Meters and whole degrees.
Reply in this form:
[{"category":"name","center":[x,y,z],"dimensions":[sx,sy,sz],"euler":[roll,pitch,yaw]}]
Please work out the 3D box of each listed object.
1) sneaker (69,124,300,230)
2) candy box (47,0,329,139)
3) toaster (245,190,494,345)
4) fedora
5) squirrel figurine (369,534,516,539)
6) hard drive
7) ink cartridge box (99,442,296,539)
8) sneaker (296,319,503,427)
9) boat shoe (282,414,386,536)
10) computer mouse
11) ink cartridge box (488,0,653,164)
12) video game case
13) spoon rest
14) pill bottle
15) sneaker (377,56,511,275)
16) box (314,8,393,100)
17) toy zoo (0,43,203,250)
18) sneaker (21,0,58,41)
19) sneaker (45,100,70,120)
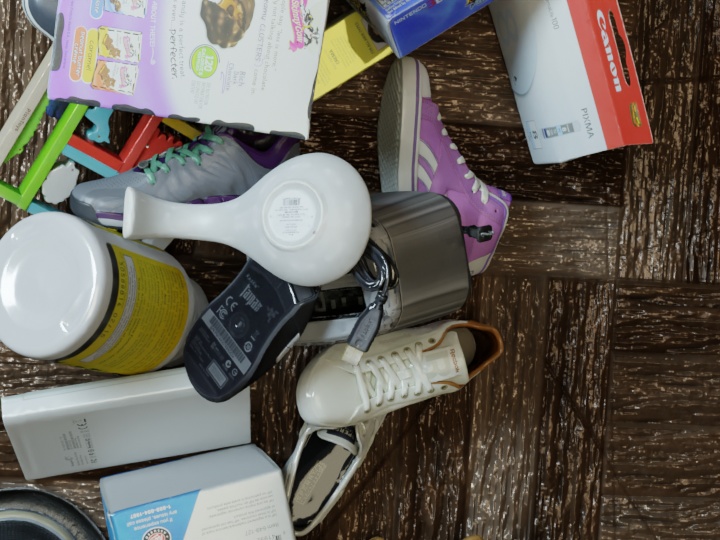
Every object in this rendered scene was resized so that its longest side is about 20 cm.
[{"category":"sneaker","center":[-0.141,-0.088,1.131],"dimensions":[0.197,0.074,0.089],"euler":[-6,118,-25]},{"category":"candy box","center":[-0.125,-0.198,1.031],"dimensions":[0.197,0.072,0.170],"euler":[8,100,-13]},{"category":"toaster","center":[0.000,0.000,1.141],"dimensions":[0.129,0.198,0.115],"euler":[-19,101,-53]},{"category":"fedora","center":[-0.292,0.291,1.169],"dimensions":[0.198,0.092,0.204],"euler":[-1,94,-10]},{"category":"squirrel figurine","center":[0.113,0.334,1.239],"dimensions":[0.184,0.141,0.203],"euler":[-8,109,-19]},{"category":"hard drive","center":[-0.192,0.127,1.162],"dimensions":[0.197,0.132,0.027],"euler":[-9,61,-9]},{"category":"ink cartridge box","center":[-0.128,0.269,1.166],"dimensions":[0.145,0.145,0.203],"euler":[-12,95,-14]},{"category":"sneaker","center":[0.038,0.079,1.179],"dimensions":[0.198,0.084,0.074],"euler":[-20,95,-34]},{"category":"boat shoe","center":[-0.020,0.141,1.219],"dimensions":[0.071,0.066,0.201],"euler":[32,88,-10]},{"category":"computer mouse","center":[-0.047,0.039,1.073],"dimensions":[0.140,0.046,0.201],"euler":[43,108,28]},{"category":"ink cartridge box","center":[0.173,-0.174,1.163],"dimensions":[0.047,0.200,0.162],"euler":[-17,96,-8]},{"category":"video game case","center":[0.069,-0.286,1.155],"dimensions":[0.199,0.182,0.046],"euler":[-32,136,-6]},{"category":"spoon rest","center":[-0.082,-0.041,1.053],"dimensions":[0.197,0.061,0.101],"euler":[3,86,21]},{"category":"pill bottle","center":[-0.201,0.026,1.108],"dimensions":[0.110,0.200,0.113],"euler":[-4,79,22]},{"category":"sneaker","center":[0.076,-0.090,1.224],"dimensions":[0.113,0.073,0.203],"euler":[-6,104,-13]},{"category":"box","center":[-0.001,-0.201,1.197],"dimensions":[0.199,0.075,0.050],"euler":[-33,101,-7]},{"category":"toy zoo","center":[-0.205,-0.085,1.160],"dimensions":[0.199,0.020,0.132],"euler":[28,99,-33]},{"category":"sneaker","center":[-0.167,-0.198,1.098],"dimensions":[0.198,0.079,0.079],"euler":[12,97,-23]},{"category":"sneaker","center":[-0.178,-0.186,1.167],"dimensions":[0.200,0.075,0.088],"euler":[-43,100,-4]}]
